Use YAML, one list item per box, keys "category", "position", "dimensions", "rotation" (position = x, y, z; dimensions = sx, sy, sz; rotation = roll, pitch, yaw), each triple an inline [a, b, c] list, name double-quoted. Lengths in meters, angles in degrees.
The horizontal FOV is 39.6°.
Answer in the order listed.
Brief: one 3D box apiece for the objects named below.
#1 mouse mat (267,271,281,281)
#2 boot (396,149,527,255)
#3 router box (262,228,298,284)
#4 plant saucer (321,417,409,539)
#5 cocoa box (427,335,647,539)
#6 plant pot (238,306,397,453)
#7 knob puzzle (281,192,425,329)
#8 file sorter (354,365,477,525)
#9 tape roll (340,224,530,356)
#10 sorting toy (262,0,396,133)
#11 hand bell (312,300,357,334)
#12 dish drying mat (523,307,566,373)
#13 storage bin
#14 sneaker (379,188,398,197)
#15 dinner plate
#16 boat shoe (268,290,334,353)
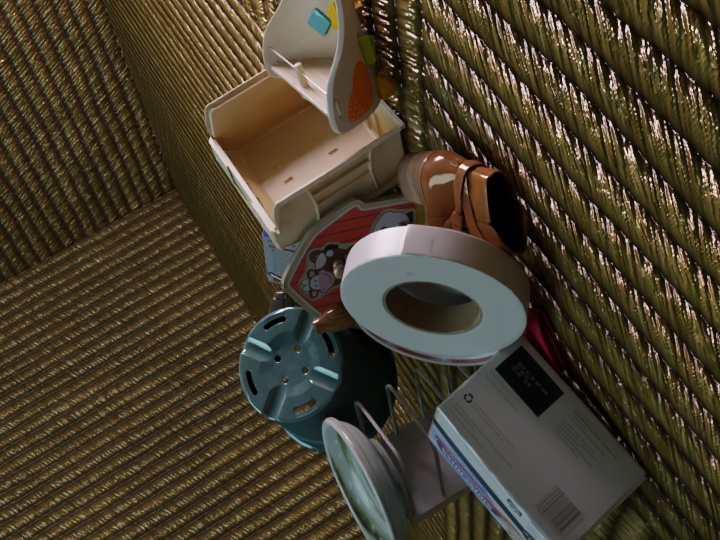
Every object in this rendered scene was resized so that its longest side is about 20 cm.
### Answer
- category: "mouse mat"
  position: [-0.033, 0.051, 1.458]
  dimensions: [0.159, 0.008, 0.199]
  rotation: [26, 180, 26]
- category: "boot"
  position: [0.128, -0.038, 1.039]
  dimensions: [0.154, 0.076, 0.203]
  rotation: [20, 140, 56]
- category: "router box"
  position: [-0.042, -0.018, 1.483]
  dimensions: [0.180, 0.196, 0.050]
  rotation: [98, -176, -68]
- category: "plant saucer"
  position: [0.016, 0.270, 1.261]
  dimensions: [0.201, 0.049, 0.202]
  rotation: [55, 160, 31]
- category: "cocoa box"
  position: [0.186, 0.200, 1.092]
  dimensions: [0.201, 0.133, 0.132]
  rotation: [49, 164, 16]
- category: "plant pot"
  position: [-0.065, 0.141, 1.372]
  dimensions: [0.202, 0.199, 0.196]
  rotation: [56, -175, 20]
- category: "knob puzzle"
  position: [0.000, 0.000, 1.238]
  dimensions: [0.031, 0.216, 0.222]
  rotation: [-115, 5, -51]
- category: "file sorter"
  position: [0.109, 0.200, 1.305]
  dimensions: [0.139, 0.197, 0.126]
  rotation: [47, 158, 46]
- category: "tape roll"
  position: [0.076, 0.025, 1.031]
  dimensions: [0.204, 0.198, 0.038]
  rotation: [82, -161, -57]
- category: "sorting toy"
  position: [-0.040, -0.282, 1.112]
  dimensions: [0.200, 0.105, 0.183]
  rotation: [46, 153, 50]
- category: "hand bell"
  position: [0.034, 0.027, 1.194]
  dimensions: [0.104, 0.197, 0.106]
  rotation: [157, 89, -82]
- category: "dish drying mat"
  position: [0.178, 0.072, 1.160]
  dimensions: [0.078, 0.018, 0.200]
  rotation: [63, 168, -8]
- category: "storage bin"
  position: [-0.070, -0.159, 1.245]
  dimensions: [0.201, 0.196, 0.094]
  rotation: [52, 169, 34]
- category: "sneaker"
  position: [0.028, -0.082, 1.320]
  dimensions: [0.076, 0.103, 0.205]
  rotation: [138, 133, -69]
- category: "dinner plate"
  position: [0.086, 0.052, 1.133]
  dimensions: [0.201, 0.196, 0.025]
  rotation: [83, -163, -58]
- category: "boat shoe"
  position: [-0.047, 0.089, 1.534]
  dimensions: [0.197, 0.077, 0.074]
  rotation: [25, -174, -2]
